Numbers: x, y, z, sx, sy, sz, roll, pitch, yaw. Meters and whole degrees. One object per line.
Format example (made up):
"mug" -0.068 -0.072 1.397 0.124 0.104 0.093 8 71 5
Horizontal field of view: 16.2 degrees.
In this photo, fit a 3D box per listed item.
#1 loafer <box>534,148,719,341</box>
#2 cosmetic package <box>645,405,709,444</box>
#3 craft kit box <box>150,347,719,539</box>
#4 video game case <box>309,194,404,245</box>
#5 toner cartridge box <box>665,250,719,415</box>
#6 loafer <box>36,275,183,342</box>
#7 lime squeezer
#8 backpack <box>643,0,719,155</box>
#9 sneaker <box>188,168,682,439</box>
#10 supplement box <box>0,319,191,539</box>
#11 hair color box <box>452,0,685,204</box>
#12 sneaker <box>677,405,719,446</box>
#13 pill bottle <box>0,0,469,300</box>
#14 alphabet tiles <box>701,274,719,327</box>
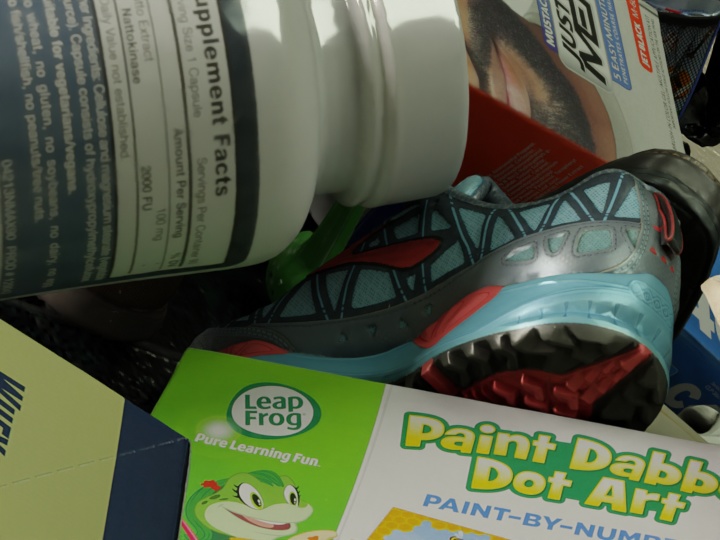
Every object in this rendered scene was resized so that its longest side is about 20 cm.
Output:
"loafer" 0.083 0.000 0.927 0.073 0.200 0.072 41 60 -2
"cosmetic package" 0.105 0.122 0.887 0.200 0.105 0.071 42 24 -6
"craft kit box" 0.016 0.108 0.695 0.199 0.049 0.198 10 32 10
"video game case" -0.003 -0.100 1.135 0.181 0.045 0.200 50 26 15
"toner cartridge box" 0.126 0.002 1.111 0.200 0.043 0.095 39 35 -32
"loafer" -0.097 -0.065 0.913 0.073 0.071 0.200 16 36 -44
"lime squeezer" 0.000 0.000 0.969 0.038 0.071 0.200 41 -7 24
"backpack" 0.132 -0.189 1.296 0.154 0.191 0.200 9 39 -25
"sneaker" 0.026 0.018 0.829 0.079 0.200 0.096 47 49 -34
"supplement box" -0.159 0.083 0.526 0.200 0.134 0.200 34 27 -19
"hair color box" 0.036 -0.086 0.965 0.200 0.064 0.111 24 44 -36
"sneaker" 0.173 0.096 1.058 0.200 0.078 0.099 16 33 -45
"pill bottle" -0.075 -0.055 0.776 0.199 0.120 0.120 -8 48 -17
"alphabet tiles" 0.181 0.081 0.771 0.195 0.015 0.200 31 27 -35
